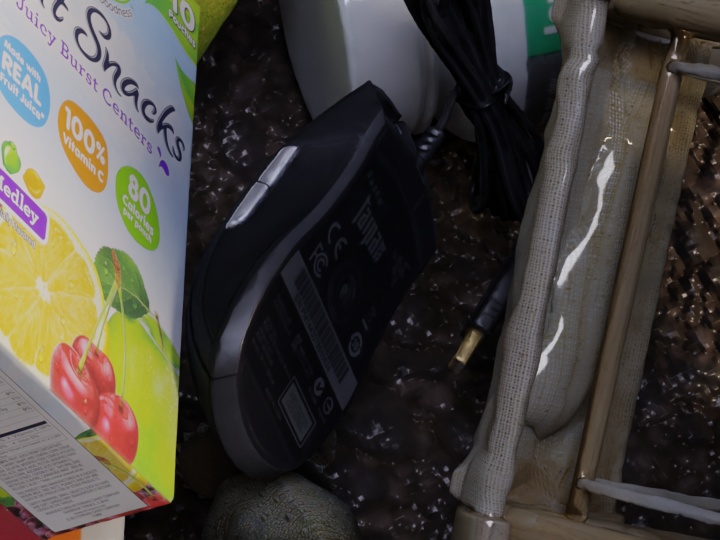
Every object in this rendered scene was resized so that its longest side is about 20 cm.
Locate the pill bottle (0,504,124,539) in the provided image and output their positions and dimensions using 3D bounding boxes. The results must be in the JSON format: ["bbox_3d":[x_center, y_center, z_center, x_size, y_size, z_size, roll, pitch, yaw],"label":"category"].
[{"bbox_3d":[-0.179,0.060,0.929,0.200,0.110,0.110,1,64,-8],"label":"pill bottle"}]

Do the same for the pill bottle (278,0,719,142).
[{"bbox_3d":[0.076,-0.110,1.048,0.200,0.113,0.113,-13,67,-14],"label":"pill bottle"}]

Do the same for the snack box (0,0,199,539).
[{"bbox_3d":[-0.107,-0.041,0.857,0.053,0.142,0.200,-16,50,21],"label":"snack box"}]

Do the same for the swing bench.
[{"bbox_3d":[0.143,0.013,0.952,0.200,0.130,0.199,13,91,1],"label":"swing bench"}]

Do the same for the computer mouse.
[{"bbox_3d":[0.000,0.000,0.948,0.046,0.141,0.200,9,55,31],"label":"computer mouse"}]

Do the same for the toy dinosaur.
[{"bbox_3d":[-0.024,0.102,0.920,0.077,0.200,0.102,-16,105,-4],"label":"toy dinosaur"}]

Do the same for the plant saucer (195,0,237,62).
[{"bbox_3d":[-0.145,-0.126,1.003,0.200,0.048,0.200,34,98,9],"label":"plant saucer"}]
